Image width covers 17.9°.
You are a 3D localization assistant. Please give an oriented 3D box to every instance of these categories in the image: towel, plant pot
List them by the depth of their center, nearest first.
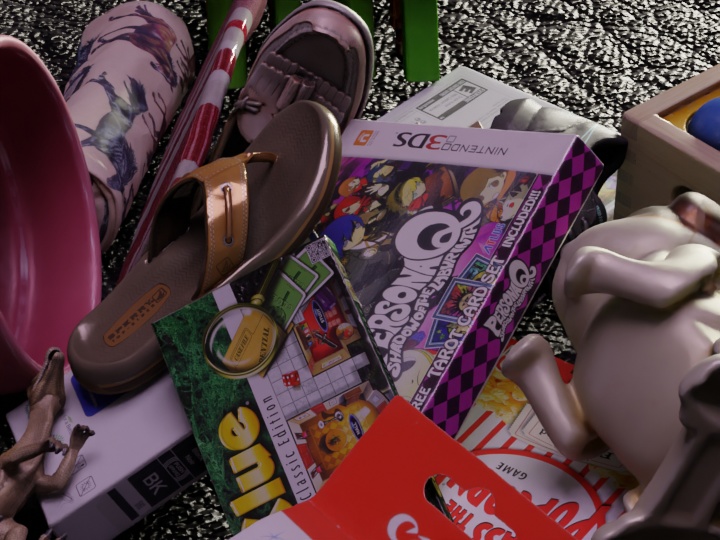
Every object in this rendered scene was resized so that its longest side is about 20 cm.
[{"bbox_3d":[-0.262,-0.021,1.284,0.178,0.201,0.200,-9,35,14],"label":"plant pot"},{"bbox_3d":[-0.102,-0.067,1.360,0.023,0.144,0.201,22,43,-8],"label":"towel"}]

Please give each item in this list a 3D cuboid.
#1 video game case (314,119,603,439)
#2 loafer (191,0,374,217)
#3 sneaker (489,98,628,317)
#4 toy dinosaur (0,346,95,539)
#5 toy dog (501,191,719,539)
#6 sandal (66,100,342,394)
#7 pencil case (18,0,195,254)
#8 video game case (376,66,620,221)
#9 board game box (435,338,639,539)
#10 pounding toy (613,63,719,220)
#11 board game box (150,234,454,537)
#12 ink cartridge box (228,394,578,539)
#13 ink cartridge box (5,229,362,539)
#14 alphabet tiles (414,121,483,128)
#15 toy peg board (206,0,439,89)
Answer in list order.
[{"bbox_3d":[0.016,0.008,1.243,0.181,0.036,0.201,8,60,47],"label":"video game case"},{"bbox_3d":[-0.052,-0.076,1.356,0.072,0.200,0.063,32,48,-4],"label":"loafer"},{"bbox_3d":[0.096,-0.020,1.321,0.079,0.076,0.201,11,55,16],"label":"sneaker"},{"bbox_3d":[-0.197,0.129,1.172,0.200,0.058,0.101,-48,26,-22],"label":"toy dinosaur"},{"bbox_3d":[0.170,0.042,1.156,0.193,0.140,0.200,2,35,-22],"label":"toy dog"},{"bbox_3d":[-0.086,-0.020,1.217,0.200,0.054,0.080,-45,39,-10],"label":"sandal"},{"bbox_3d":[-0.167,-0.087,1.451,0.078,0.089,0.200,42,35,-18],"label":"pencil case"},{"bbox_3d":[0.074,-0.053,1.454,0.181,0.023,0.200,26,43,31],"label":"video game case"},{"bbox_3d":[0.088,0.129,1.187,0.151,0.047,0.200,22,42,27],"label":"board game box"},{"bbox_3d":[0.288,-0.061,1.364,0.184,0.143,0.200,-27,44,-31],"label":"pounding toy"},{"bbox_3d":[-0.024,0.091,1.136,0.104,0.023,0.201,-28,67,9],"label":"board game box"},{"bbox_3d":[-0.008,0.167,1.049,0.162,0.057,0.200,37,92,39],"label":"ink cartridge box"},{"bbox_3d":[-0.089,0.059,1.216,0.200,0.039,0.100,-35,40,3],"label":"ink cartridge box"},{"bbox_3d":[0.000,0.000,1.301,0.200,0.006,0.167,-35,38,11],"label":"alphabet tiles"},{"bbox_3d":[-0.032,-0.189,1.585,0.199,0.098,0.199,-2,15,-4],"label":"toy peg board"}]
